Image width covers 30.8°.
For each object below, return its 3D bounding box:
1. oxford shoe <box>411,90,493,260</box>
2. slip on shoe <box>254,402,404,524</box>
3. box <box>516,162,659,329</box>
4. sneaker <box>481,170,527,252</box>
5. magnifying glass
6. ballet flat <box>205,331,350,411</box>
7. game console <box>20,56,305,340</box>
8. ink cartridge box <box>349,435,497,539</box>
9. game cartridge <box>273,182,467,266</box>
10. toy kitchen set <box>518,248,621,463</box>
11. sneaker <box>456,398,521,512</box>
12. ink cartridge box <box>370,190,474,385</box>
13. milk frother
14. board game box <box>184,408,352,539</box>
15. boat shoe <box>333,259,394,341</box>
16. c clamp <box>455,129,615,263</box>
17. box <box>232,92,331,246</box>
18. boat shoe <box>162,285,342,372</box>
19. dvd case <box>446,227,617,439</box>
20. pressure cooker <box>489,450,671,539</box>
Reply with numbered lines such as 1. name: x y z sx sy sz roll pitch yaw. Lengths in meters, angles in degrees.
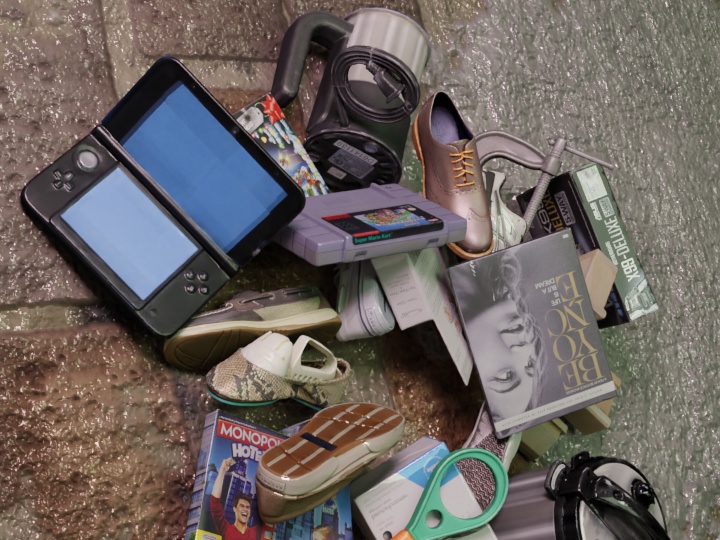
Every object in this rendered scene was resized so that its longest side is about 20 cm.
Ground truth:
1. oxford shoe: 0.104 -0.108 1.469 0.071 0.073 0.200 -14 69 -14
2. slip on shoe: -0.029 0.186 1.274 0.200 0.076 0.061 -26 132 -53
3. box: 0.285 -0.026 1.660 0.050 0.158 0.200 -21 90 -20
4. sneaker: 0.164 -0.025 1.525 0.087 0.076 0.201 -16 84 -17
5. magnifying glass: 0.068 0.258 1.330 0.200 0.022 0.080 -38 98 -11
6. ballet flat: -0.076 0.097 1.310 0.200 0.068 0.075 15 108 -56
7. game console: -0.186 -0.068 1.237 0.200 0.118 0.171 46 53 -4
8. ink cartridge box: 0.080 0.292 1.379 0.116 0.068 0.200 -31 97 -14
9. game cartridge: 0.000 -0.051 1.361 0.200 0.130 0.039 -11 114 -38
10. toy kitchen set: 0.261 0.122 1.565 0.200 0.180 0.163 42 51 -18
11. sneaker: 0.137 0.232 1.489 0.073 0.085 0.200 27 68 18
12. ink cartridge box: 0.079 0.020 1.476 0.177 0.045 0.200 65 19 -14
13. milk frother: 0.020 -0.218 1.455 0.180 0.200 0.189 39 51 -35
14. board game box: -0.084 0.219 1.290 0.200 0.062 0.200 27 56 -33
15. boat shoe: 0.000 0.000 1.447 0.200 0.067 0.074 -82 148 -55
16. c clamp: 0.184 -0.080 1.576 0.171 0.027 0.200 29 94 5
17. box: -0.130 -0.088 1.383 0.200 0.040 0.137 -40 101 -44
18. boat shoe: -0.116 0.055 1.328 0.200 0.073 0.065 -4 52 -37
19. dvd case: 0.192 0.070 1.454 0.148 0.016 0.201 -18 97 -10
20. pressure cooker: 0.248 0.298 1.472 0.176 0.200 0.179 5 71 -42
